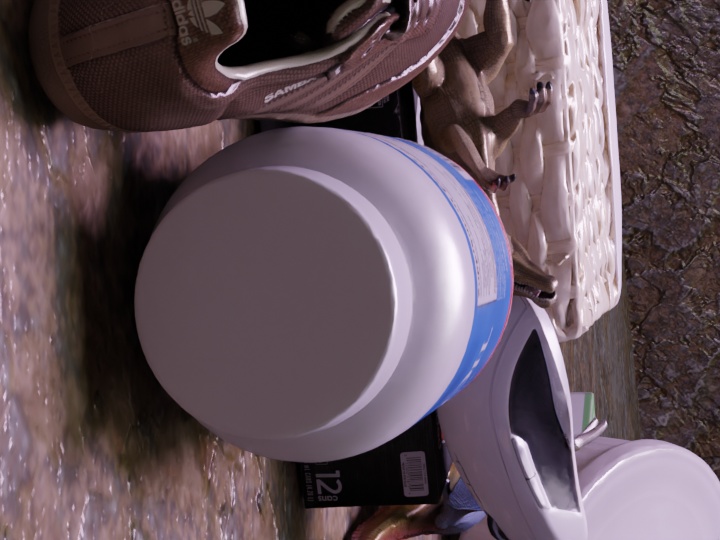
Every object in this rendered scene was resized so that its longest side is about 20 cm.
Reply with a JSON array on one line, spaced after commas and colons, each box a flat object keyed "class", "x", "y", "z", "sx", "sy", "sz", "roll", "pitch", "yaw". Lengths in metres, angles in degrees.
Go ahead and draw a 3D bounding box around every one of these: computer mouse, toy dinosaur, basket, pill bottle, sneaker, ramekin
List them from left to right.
[{"class": "pill bottle", "x": -0.012, "y": 0.007, "z": 0.705, "sx": 0.200, "sy": 0.112, "sz": 0.113, "roll": -12, "pitch": 99, "yaw": -78}, {"class": "sneaker", "x": -0.009, "y": -0.080, "z": 0.635, "sx": 0.200, "sy": 0.075, "sz": 0.071, "roll": -25, "pitch": 103, "yaw": -50}, {"class": "toy dinosaur", "x": 0.029, "y": 0.100, "z": 1.086, "sx": 0.105, "sy": 0.200, "sz": 0.182, "roll": 52, "pitch": -17, "yaw": 6}, {"class": "toy dinosaur", "x": 0.037, "y": -0.082, "z": 0.838, "sx": 0.101, "sy": 0.058, "sz": 0.200, "roll": 109, "pitch": -28, "yaw": -58}, {"class": "basket", "x": 0.055, "y": -0.064, "z": 1.028, "sx": 0.123, "sy": 0.135, "sz": 0.200, "roll": -39, "pitch": 125, "yaw": -72}, {"class": "computer mouse", "x": 0.063, "y": 0.096, "z": 0.880, "sx": 0.110, "sy": 0.044, "sz": 0.200, "roll": 33, "pitch": -42, "yaw": 62}, {"class": "ramekin", "x": 0.145, "y": 0.199, "z": 1.325, "sx": 0.202, "sy": 0.094, "sz": 0.203, "roll": -13, "pitch": 110, "yaw": -40}]

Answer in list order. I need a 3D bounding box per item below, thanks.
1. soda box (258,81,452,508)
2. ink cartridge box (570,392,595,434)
[{"class": "soda box", "x": 0.000, "y": 0.000, "z": 0.898, "sx": 0.071, "sy": 0.063, "sz": 0.200, "roll": -60, "pitch": 146, "yaw": -71}, {"class": "ink cartridge box", "x": 0.137, "y": 0.210, "z": 1.500, "sx": 0.145, "sy": 0.087, "sz": 0.200, "roll": -74, "pitch": 160, "yaw": -61}]
